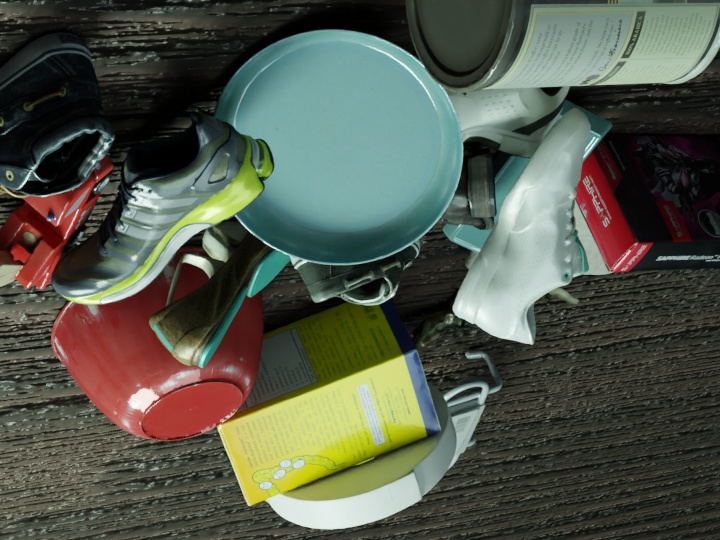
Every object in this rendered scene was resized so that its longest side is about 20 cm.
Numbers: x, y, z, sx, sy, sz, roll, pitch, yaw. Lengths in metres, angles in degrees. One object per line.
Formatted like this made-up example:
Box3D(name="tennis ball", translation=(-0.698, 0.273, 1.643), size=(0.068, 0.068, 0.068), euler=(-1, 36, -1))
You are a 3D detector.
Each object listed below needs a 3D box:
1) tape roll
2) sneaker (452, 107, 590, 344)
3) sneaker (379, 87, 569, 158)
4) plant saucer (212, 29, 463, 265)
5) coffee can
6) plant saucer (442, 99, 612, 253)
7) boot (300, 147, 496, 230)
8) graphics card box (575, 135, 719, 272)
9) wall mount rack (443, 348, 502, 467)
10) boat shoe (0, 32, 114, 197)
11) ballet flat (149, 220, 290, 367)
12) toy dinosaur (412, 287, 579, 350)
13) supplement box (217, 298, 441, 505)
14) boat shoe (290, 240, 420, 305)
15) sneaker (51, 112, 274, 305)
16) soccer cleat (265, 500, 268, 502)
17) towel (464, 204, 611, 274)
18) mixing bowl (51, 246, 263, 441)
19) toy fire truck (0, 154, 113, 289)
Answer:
Box3D(name="tape roll", translation=(-0.004, 0.173, 1.882), size=(0.201, 0.203, 0.037), euler=(-20, 120, -5))
Box3D(name="sneaker", translation=(0.156, -0.034, 1.592), size=(0.201, 0.088, 0.075), euler=(-64, 173, 19))
Box3D(name="sneaker", translation=(0.091, -0.146, 1.577), size=(0.199, 0.074, 0.080), euler=(0, 130, -43))
Box3D(name="plant saucer", translation=(-0.019, -0.098, 1.510), size=(0.198, 0.027, 0.202), euler=(1, 118, 3))
Box3D(name="coffee can", translation=(0.153, -0.207, 1.422), size=(0.198, 0.147, 0.147), euler=(-5, 146, -30))
Box3D(name="plant saucer", translation=(0.147, -0.078, 1.735), size=(0.069, 0.019, 0.200), euler=(24, 136, -11))
Box3D(name="boot", translation=(0.028, -0.067, 1.649), size=(0.172, 0.070, 0.200), euler=(-4, 177, 3))
Box3D(name="graphics card box", translation=(0.292, -0.063, 1.785), size=(0.198, 0.126, 0.051), euler=(0, 144, -34))
Box3D(name="wall mount rack", translation=(0.054, 0.154, 2.039), size=(0.172, 0.075, 0.201), euler=(-13, 149, -23))
Box3D(name="boat shoe", translation=(-0.262, -0.079, 1.395), size=(0.200, 0.091, 0.071), euler=(-38, 148, 25))
Box3D(name="ballet flat", translation=(-0.116, 0.002, 1.633), size=(0.200, 0.072, 0.068), euler=(-52, 173, -42))
Box3D(name="toy dinosaur", translation=(0.141, 0.031, 1.919), size=(0.198, 0.048, 0.088), euler=(-12, 164, -20))
Box3D(name="supplement box", translation=(-0.040, 0.119, 1.835), size=(0.198, 0.109, 0.110), euler=(-20, 127, -4))
Box3D(name="boat shoe", translation=(0.000, 0.000, 1.702), size=(0.070, 0.064, 0.200), euler=(-24, 171, 27))
Box3D(name="sneaker", translation=(-0.165, -0.052, 1.475), size=(0.200, 0.074, 0.081), euler=(-39, 131, 11))
Box3D(name="soccer cleat", translation=(-0.017, 0.221, 2.126), size=(0.198, 0.065, 0.084), euler=(-2, 116, -25))
Box3D(name="towel", translation=(0.209, -0.045, 1.851), size=(0.198, 0.035, 0.133), euler=(0, 143, -33))
Box3D(name="mixing bowl", translation=(-0.166, 0.080, 1.715), size=(0.198, 0.109, 0.201), euler=(-17, 150, -10))
Box3D(name="toy fire truck", translation=(-0.271, -0.007, 1.480), size=(0.141, 0.049, 0.200), euler=(-47, 174, -45))
